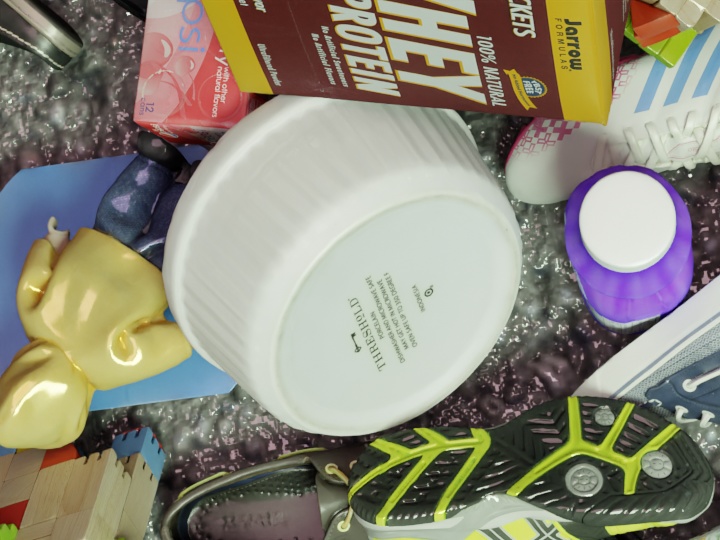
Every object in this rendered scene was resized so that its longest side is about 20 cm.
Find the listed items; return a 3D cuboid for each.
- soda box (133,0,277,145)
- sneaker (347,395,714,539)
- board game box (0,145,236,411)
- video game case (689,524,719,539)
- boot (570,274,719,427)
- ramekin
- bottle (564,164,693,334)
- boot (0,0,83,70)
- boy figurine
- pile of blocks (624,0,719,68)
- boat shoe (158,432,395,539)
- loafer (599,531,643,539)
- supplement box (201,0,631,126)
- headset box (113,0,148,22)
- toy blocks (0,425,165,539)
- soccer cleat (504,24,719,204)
[{"bbox_3d":[-0.077,-0.174,0.857,0.069,0.063,0.203,5,85,11],"label":"soda box"},{"bbox_3d":[0.095,0.122,0.839,0.197,0.077,0.076,-4,51,13],"label":"sneaker"},{"bbox_3d":[-0.149,0.009,0.957,0.197,0.039,0.160,-8,77,5],"label":"board game box"},{"bbox_3d":[0.251,0.223,0.809,0.180,0.023,0.202,-17,78,-29],"label":"video game case"},{"bbox_3d":[0.194,0.064,0.822,0.091,0.072,0.200,57,137,14],"label":"boot"},{"bbox_3d":[0.000,0.000,0.836,0.202,0.202,0.094,-45,47,2],"label":"ramekin"},{"bbox_3d":[0.145,-0.013,0.818,0.064,0.200,0.085,-15,82,9],"label":"bottle"},{"bbox_3d":[-0.288,-0.136,0.982,0.198,0.073,0.152,29,88,17],"label":"boot"},{"bbox_3d":[-0.145,0.022,0.888,0.123,0.065,0.202,26,75,11],"label":"boy figurine"},{"bbox_3d":[0.144,-0.150,0.867,0.082,0.200,0.062,36,91,-28],"label":"pile of blocks"},{"bbox_3d":[-0.021,0.142,0.902,0.198,0.061,0.073,-14,80,9],"label":"boat shoe"},{"bbox_3d":[0.181,0.192,0.852,0.199,0.068,0.071,33,100,16],"label":"loafer"},{"bbox_3d":[0.039,-0.198,0.760,0.197,0.133,0.199,7,62,17],"label":"supplement box"},{"bbox_3d":[-0.040,-0.195,0.932,0.199,0.093,0.175,35,91,13],"label":"headset box"},{"bbox_3d":[-0.202,0.149,0.903,0.198,0.137,0.101,-18,120,15],"label":"toy blocks"},{"bbox_3d":[0.178,-0.088,0.877,0.199,0.070,0.087,-31,49,5],"label":"soccer cleat"}]
